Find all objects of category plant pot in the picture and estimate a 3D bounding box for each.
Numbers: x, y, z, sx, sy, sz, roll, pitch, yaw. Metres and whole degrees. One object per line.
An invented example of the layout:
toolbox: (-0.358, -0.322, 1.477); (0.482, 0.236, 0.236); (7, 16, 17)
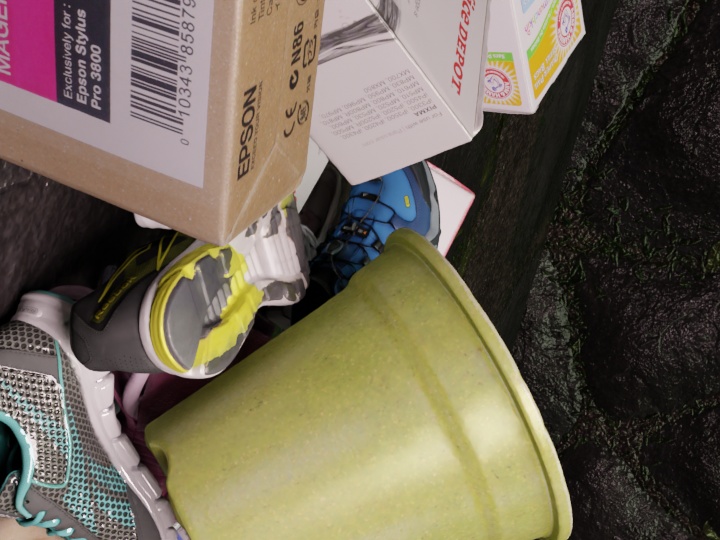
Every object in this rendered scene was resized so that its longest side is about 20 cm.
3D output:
plant pot: (-0.012, 0.106, 0.635); (0.184, 0.201, 0.201); (-27, 152, -10)

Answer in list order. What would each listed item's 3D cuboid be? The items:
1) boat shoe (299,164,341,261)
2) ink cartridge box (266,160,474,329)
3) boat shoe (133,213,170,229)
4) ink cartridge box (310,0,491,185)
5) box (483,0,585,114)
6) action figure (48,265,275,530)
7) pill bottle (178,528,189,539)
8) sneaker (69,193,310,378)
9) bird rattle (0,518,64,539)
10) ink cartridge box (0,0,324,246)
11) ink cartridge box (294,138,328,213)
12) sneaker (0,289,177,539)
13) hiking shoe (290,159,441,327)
boat shoe: (-0.058, -0.033, 0.833); (0.065, 0.074, 0.202); (-52, 179, 19)
ink cartridge box: (0.001, -0.009, 0.936); (0.146, 0.085, 0.200); (-62, -168, -10)
boat shoe: (-0.110, -0.116, 0.596); (0.075, 0.086, 0.203); (45, 36, -76)
ink cartridge box: (-0.018, -0.166, 0.586); (0.200, 0.083, 0.147); (48, 36, -35)
box: (0.085, -0.227, 0.812); (0.113, 0.101, 0.200); (-54, 141, -35)
action figure: (-0.124, 0.104, 0.706); (0.149, 0.134, 0.201); (-18, 124, -70)
pill bottle: (-0.062, 0.160, 0.902); (0.200, 0.114, 0.114); (-46, 165, 3)
sneaker: (-0.090, -0.001, 0.621); (0.200, 0.084, 0.075); (-45, 126, -66)
bird rattle: (-0.219, 0.202, 0.637); (0.163, 0.112, 0.201); (-70, 157, -52)
ink cartridge box: (-0.097, -0.131, 0.442); (0.075, 0.164, 0.201); (-47, 152, -51)
ink cartridge box: (-0.052, -0.142, 0.742); (0.144, 0.083, 0.200); (86, 27, -57)
sneaker: (-0.170, 0.116, 0.621); (0.091, 0.077, 0.201); (-38, 117, -44)
hiking shoe: (0.000, 0.000, 0.775); (0.087, 0.074, 0.201); (20, 80, -56)
